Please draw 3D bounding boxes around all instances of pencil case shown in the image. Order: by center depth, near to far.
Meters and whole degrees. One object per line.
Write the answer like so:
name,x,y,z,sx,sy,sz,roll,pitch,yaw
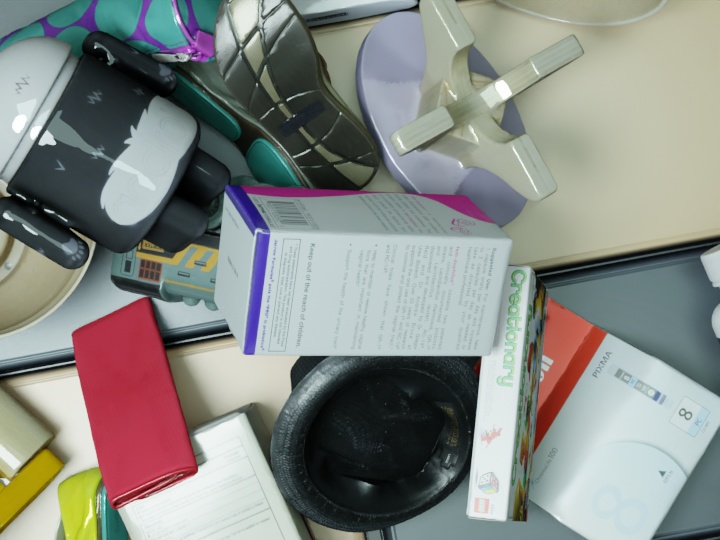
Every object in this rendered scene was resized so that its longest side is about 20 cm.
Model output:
pencil case,-0.203,-0.183,1.282,0.200,0.085,0.092,-18,52,27

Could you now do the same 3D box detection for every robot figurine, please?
robot figurine,-0.201,-0.091,1.189,0.200,0.150,0.125,30,118,-15

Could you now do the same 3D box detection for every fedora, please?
fedora,0.004,0.118,1.289,0.200,0.092,0.201,-13,123,-20

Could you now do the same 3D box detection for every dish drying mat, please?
dish drying mat,-0.186,0.105,1.281,0.077,0.200,0.018,-26,134,2

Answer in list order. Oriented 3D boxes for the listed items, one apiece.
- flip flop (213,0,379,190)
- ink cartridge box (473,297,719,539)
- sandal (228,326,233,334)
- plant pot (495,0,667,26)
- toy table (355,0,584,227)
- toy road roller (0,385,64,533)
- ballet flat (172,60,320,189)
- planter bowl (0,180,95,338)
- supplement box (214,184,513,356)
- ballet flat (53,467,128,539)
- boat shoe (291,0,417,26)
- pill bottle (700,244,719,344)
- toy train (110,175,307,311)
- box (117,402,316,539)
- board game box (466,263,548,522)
flip flop,-0.051,-0.147,1.269,0.081,0.058,0.200,-30,121,14
ink cartridge box,0.187,0.129,1.333,0.200,0.047,0.160,32,89,-1
sandal,-0.012,0.024,1.330,0.202,0.083,0.050,-2,46,1
plant pot,0.185,-0.332,1.287,0.187,0.187,0.200,18,75,0
toy table,0.084,-0.133,1.283,0.184,0.117,0.200,-42,94,-21
toy road roller,-0.358,0.193,1.310,0.123,0.146,0.200,42,52,1
ballet flat,-0.083,-0.122,1.329,0.200,0.067,0.064,45,63,-2
planter bowl,-0.323,-0.039,1.277,0.200,0.135,0.200,2,85,-18
supplement box,0.000,0.000,1.192,0.200,0.101,0.103,1,112,-18
ballet flat,-0.227,0.267,1.329,0.067,0.067,0.200,-5,86,21
boat shoe,-0.054,-0.243,1.325,0.200,0.072,0.068,-8,87,0
pill bottle,0.359,0.062,1.303,0.111,0.111,0.200,-24,89,0
toy train,-0.117,-0.023,1.294,0.200,0.085,0.114,12,96,24
box,-0.108,0.226,1.300,0.128,0.109,0.200,-24,89,1
board game box,0.121,0.103,1.274,0.035,0.126,0.200,4,82,14
